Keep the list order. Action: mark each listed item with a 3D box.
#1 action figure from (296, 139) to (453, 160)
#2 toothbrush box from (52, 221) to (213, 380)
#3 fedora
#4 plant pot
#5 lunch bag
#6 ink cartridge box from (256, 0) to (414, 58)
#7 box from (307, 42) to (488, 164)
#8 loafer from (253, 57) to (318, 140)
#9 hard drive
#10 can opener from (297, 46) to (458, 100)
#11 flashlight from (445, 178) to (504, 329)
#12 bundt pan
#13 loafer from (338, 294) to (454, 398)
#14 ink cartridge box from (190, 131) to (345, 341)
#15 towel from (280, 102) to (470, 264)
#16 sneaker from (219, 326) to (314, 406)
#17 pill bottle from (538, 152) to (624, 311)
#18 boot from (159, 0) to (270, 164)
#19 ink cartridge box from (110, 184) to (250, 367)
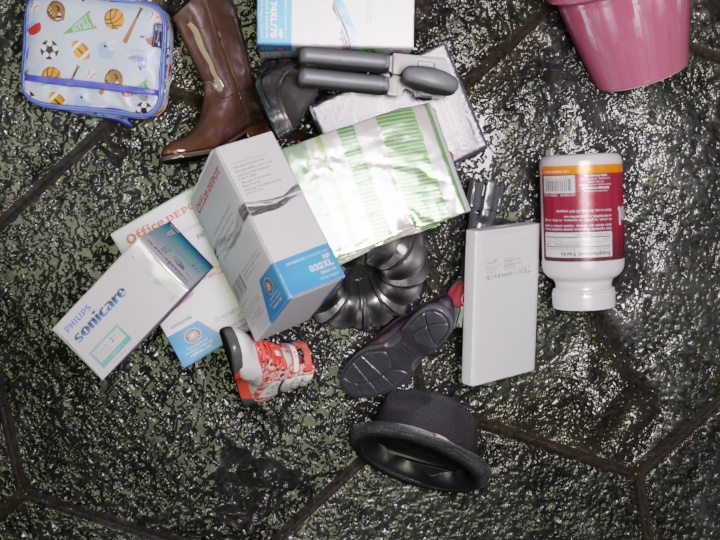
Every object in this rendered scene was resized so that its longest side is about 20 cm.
[{"bbox_3d":[0.019,-0.137,1.328,0.196,0.052,0.067,-3,94,-6],"label":"action figure"},{"bbox_3d":[-0.264,0.030,1.267,0.085,0.200,0.146,45,95,-4],"label":"toothbrush box"},{"bbox_3d":[0.086,0.220,1.431,0.197,0.201,0.093,23,59,-5],"label":"fedora"},{"bbox_3d":[0.342,-0.339,1.374,0.197,0.200,0.182,-20,111,-2],"label":"plant pot"},{"bbox_3d":[-0.337,-0.274,1.385,0.196,0.076,0.164,7,96,-3],"label":"lunch bag"},{"bbox_3d":[-0.032,-0.350,1.360,0.196,0.147,0.149,1,94,-3],"label":"ink cartridge box"},{"bbox_3d":[0.047,-0.186,1.400,0.197,0.104,0.150,-24,96,-1],"label":"box"},{"bbox_3d":[-0.089,-0.226,1.339,0.071,0.201,0.074,-18,121,7],"label":"loafer"},{"bbox_3d":[0.188,0.042,1.424,0.130,0.026,0.204,-8,104,-41],"label":"hard drive"},{"bbox_3d":[0.021,-0.245,1.303,0.196,0.066,0.054,3,83,-6],"label":"can opener"},{"bbox_3d":[0.152,-0.019,1.444,0.067,0.067,0.204,9,89,37],"label":"flashlight"},{"bbox_3d":[0.000,0.000,1.374,0.198,0.076,0.204,-7,132,-7],"label":"bundt pan"},{"bbox_3d":[0.054,0.102,1.432,0.072,0.063,0.199,46,119,-9],"label":"loafer"},{"bbox_3d":[-0.117,-0.040,1.285,0.083,0.145,0.203,-21,76,-29],"label":"ink cartridge box"},{"bbox_3d":[0.020,-0.106,1.293,0.197,0.023,0.155,-20,90,-7],"label":"towel"},{"bbox_3d":[-0.118,0.110,1.378,0.106,0.202,0.068,-18,65,-8],"label":"sneaker"},{"bbox_3d":[0.296,-0.053,1.423,0.110,0.113,0.205,-3,96,-3],"label":"pill bottle"},{"bbox_3d":[-0.211,-0.250,1.370,0.185,0.064,0.204,-26,102,-42],"label":"boot"},{"bbox_3d":[-0.218,0.002,1.409,0.143,0.085,0.202,-29,95,-1],"label":"ink cartridge box"}]
